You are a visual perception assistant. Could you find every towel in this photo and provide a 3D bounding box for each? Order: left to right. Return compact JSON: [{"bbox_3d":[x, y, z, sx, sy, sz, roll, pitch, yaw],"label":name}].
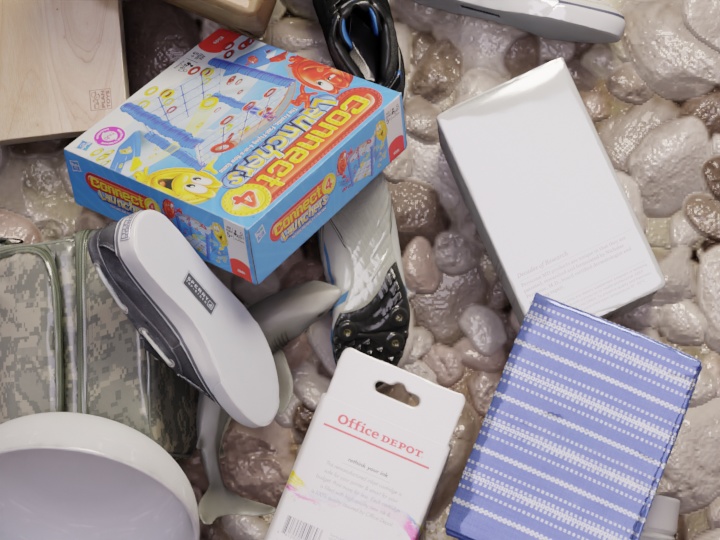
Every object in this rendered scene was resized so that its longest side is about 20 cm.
[{"bbox_3d":[0.163,0.136,1.341,0.143,0.024,0.202,21,86,11],"label":"towel"}]

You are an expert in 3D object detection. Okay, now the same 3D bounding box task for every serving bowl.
[{"bbox_3d":[-0.219,0.171,1.348,0.197,0.201,0.066,0,47,4],"label":"serving bowl"}]

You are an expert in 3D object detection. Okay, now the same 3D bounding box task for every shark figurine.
[{"bbox_3d":[-0.112,0.094,1.421,0.127,0.089,0.217,14,78,35],"label":"shark figurine"}]

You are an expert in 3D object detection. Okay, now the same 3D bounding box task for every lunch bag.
[{"bbox_3d":[-0.227,0.068,1.437,0.166,0.139,0.203,-4,84,14],"label":"lunch bag"}]

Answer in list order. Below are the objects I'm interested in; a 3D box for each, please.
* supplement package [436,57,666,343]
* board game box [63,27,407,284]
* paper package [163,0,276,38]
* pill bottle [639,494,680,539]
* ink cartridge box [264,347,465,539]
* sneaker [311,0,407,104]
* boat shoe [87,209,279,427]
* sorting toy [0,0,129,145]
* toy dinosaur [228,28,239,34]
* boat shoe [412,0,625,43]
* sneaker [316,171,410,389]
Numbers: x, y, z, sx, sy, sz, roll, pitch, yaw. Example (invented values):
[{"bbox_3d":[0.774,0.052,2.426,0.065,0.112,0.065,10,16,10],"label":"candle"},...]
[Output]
[{"bbox_3d":[0.152,-0.050,1.429,0.116,0.117,0.202,-24,83,2],"label":"supplement package"},{"bbox_3d":[-0.098,-0.098,1.400,0.194,0.056,0.200,22,49,30],"label":"board game box"},{"bbox_3d":[-0.133,-0.317,1.425,0.189,0.103,0.202,20,86,-2],"label":"paper package"},{"bbox_3d":[0.190,0.272,1.387,0.112,0.113,0.203,10,83,5],"label":"pill bottle"},{"bbox_3d":[0.002,0.175,1.432,0.116,0.067,0.202,22,89,6],"label":"ink cartridge box"},{"bbox_3d":[-0.006,-0.232,1.466,0.072,0.112,0.202,-19,82,0],"label":"sneaker"},{"bbox_3d":[-0.137,0.044,1.344,0.067,0.072,0.201,-17,122,36],"label":"boat shoe"},{"bbox_3d":[-0.297,-0.205,1.506,0.196,0.070,0.203,-6,83,4],"label":"sorting toy"},{"bbox_3d":[-0.145,-0.306,1.512,0.105,0.060,0.203,6,84,4],"label":"toy dinosaur"},{"bbox_3d":[0.131,-0.245,1.482,0.198,0.071,0.071,15,87,13],"label":"boat shoe"},{"bbox_3d":[0.000,0.000,1.466,0.071,0.072,0.203,-5,96,-8],"label":"sneaker"}]
